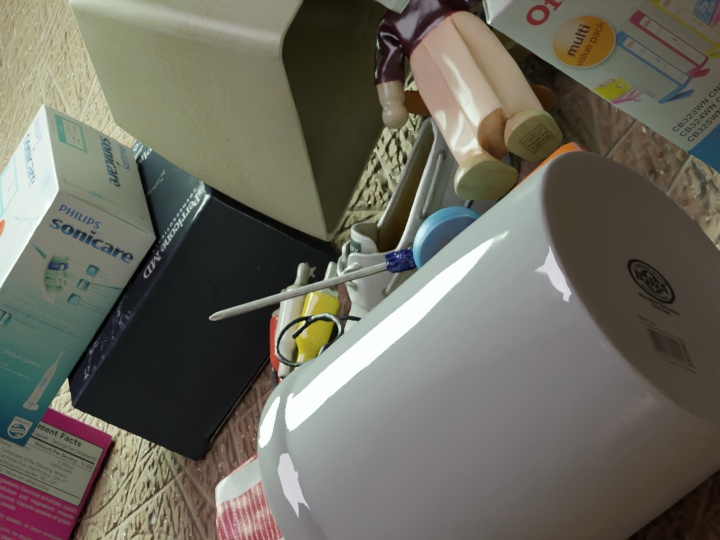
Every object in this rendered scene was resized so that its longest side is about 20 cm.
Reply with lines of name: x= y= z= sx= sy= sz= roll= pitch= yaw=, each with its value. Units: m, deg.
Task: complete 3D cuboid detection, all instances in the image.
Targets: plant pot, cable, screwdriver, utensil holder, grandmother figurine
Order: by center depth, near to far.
utensil holder: x=0.075 y=0.064 z=0.864 sx=0.200 sy=0.169 sz=0.171 roll=-43 pitch=32 yaw=31
grandmother figurine: x=0.050 y=-0.141 z=1.087 sx=0.121 sy=0.061 sz=0.201 roll=-37 pitch=56 yaw=9
screwdriver: x=0.000 y=0.000 z=1.094 sx=0.198 sy=0.029 sz=0.028 roll=-14 pitch=58 yaw=5
cable: x=-0.051 y=0.095 z=1.202 sx=0.097 sy=0.050 sz=0.202 roll=-32 pitch=40 yaw=56
plant pot: x=-0.079 y=-0.172 z=1.220 sx=0.201 sy=0.175 sz=0.201 roll=77 pitch=-148 yaw=-54

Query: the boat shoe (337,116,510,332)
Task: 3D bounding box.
boat shoe: x=0.018 y=-0.004 z=1.139 sx=0.201 sy=0.069 sz=0.071 roll=-61 pitch=25 yaw=12

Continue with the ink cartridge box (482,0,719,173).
ink cartridge box: x=0.149 y=-0.163 z=0.895 sx=0.129 sy=0.199 sz=0.126 roll=-46 pitch=30 yaw=31

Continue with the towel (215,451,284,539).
towel: x=-0.037 y=0.182 z=1.091 sx=0.144 sy=0.023 sz=0.202 roll=-42 pitch=43 yaw=36

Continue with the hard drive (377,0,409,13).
hard drive: x=0.055 y=-0.235 z=0.877 sx=0.201 sy=0.026 sz=0.132 roll=-53 pitch=28 yaw=19

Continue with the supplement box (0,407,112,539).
supplement box: x=-0.302 y=0.206 z=1.510 sx=0.101 sy=0.103 sz=0.202 roll=5 pitch=69 yaw=63

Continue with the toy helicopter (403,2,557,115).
toy helicopter: x=0.102 y=-0.145 z=1.118 sx=0.199 sy=0.079 sz=0.133 roll=16 pitch=74 yaw=51

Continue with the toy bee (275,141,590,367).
toy bee: x=0.066 y=0.018 z=1.022 sx=0.198 sy=0.109 sz=0.132 roll=-20 pitch=38 yaw=20

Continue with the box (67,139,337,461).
box: x=-0.133 y=-0.002 z=1.369 sx=0.197 sy=0.117 sz=0.200 roll=-55 pitch=28 yaw=17

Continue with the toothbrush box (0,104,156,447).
toothbrush box: x=-0.243 y=0.003 z=1.341 sx=0.201 sy=0.085 sz=0.147 roll=-54 pitch=28 yaw=19
